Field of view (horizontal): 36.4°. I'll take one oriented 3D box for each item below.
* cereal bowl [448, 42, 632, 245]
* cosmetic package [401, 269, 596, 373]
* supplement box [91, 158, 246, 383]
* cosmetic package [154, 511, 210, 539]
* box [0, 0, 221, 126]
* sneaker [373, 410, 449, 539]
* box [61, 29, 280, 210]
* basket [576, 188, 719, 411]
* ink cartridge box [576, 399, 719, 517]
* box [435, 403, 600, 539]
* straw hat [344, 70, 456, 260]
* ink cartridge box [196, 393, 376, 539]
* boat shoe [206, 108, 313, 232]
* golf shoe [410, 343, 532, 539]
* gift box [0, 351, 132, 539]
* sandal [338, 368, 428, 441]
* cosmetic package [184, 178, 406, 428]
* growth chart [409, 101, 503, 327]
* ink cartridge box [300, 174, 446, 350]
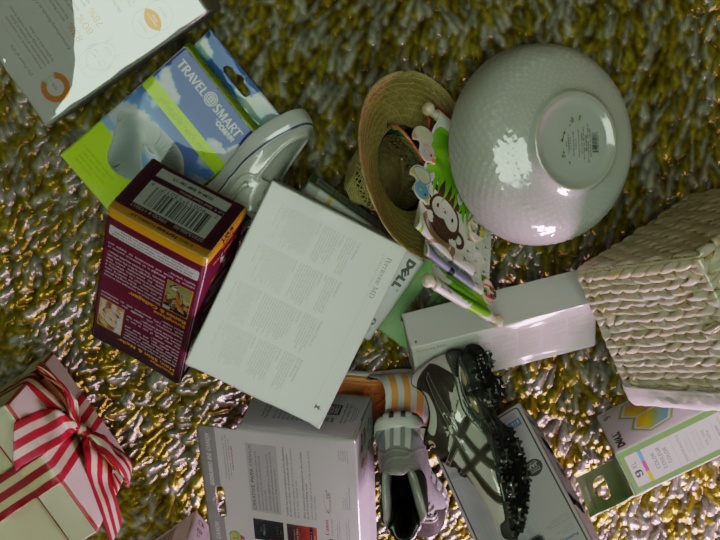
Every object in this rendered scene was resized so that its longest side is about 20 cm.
[{"bbox_3d":[0.189,-0.125,1.076,0.198,0.083,0.203,-1,92,-22],"label":"cereal bowl"},{"bbox_3d":[0.147,0.062,1.156,0.197,0.051,0.083,-14,143,-2],"label":"cosmetic package"},{"bbox_3d":[-0.196,0.004,1.102,0.109,0.086,0.201,27,136,6],"label":"supplement box"},{"bbox_3d":[-0.172,0.393,1.265,0.101,0.071,0.201,-36,102,10],"label":"cosmetic package"},{"bbox_3d":[-0.257,-0.254,1.083,0.199,0.098,0.125,-32,102,8],"label":"box"},{"bbox_3d":[0.049,0.254,1.172,0.074,0.116,0.201,-9,131,11],"label":"sneaker"},{"bbox_3d":[-0.196,-0.139,1.139,0.199,0.048,0.122,-38,101,11],"label":"box"},{"bbox_3d":[0.354,0.020,1.066,0.197,0.200,0.162,-31,97,-24],"label":"basket"},{"bbox_3d":[0.317,0.178,1.182,0.198,0.104,0.060,-29,102,9],"label":"ink cartridge box"},{"bbox_3d":[0.174,0.258,1.161,0.116,0.201,0.060,-31,143,10],"label":"box"},{"bbox_3d":[0.032,-0.098,1.105,0.084,0.201,0.203,-12,107,39],"label":"straw hat"},{"bbox_3d":[-0.076,0.234,1.189,0.173,0.084,0.202,5,117,12],"label":"ink cartridge box"},{"bbox_3d":[-0.111,-0.080,1.130,0.200,0.073,0.066,-44,72,24],"label":"boat shoe"},{"bbox_3d":[0.113,0.180,1.123,0.094,0.078,0.202,-17,87,25],"label":"golf shoe"},{"bbox_3d":[-0.356,0.220,1.163,0.186,0.200,0.185,-32,107,8],"label":"gift box"},{"bbox_3d":[0.013,0.152,1.199,0.204,0.059,0.080,3,107,-4],"label":"sandal"},{"bbox_3d":[-0.064,0.032,1.087,0.150,0.052,0.202,27,95,-5],"label":"cosmetic package"},{"bbox_3d":[0.097,-0.056,1.091,0.018,0.144,0.203,-14,64,40],"label":"growth chart"},{"bbox_3d":[0.000,0.000,1.155,0.199,0.059,0.104,35,102,-7],"label":"ink cartridge box"}]
